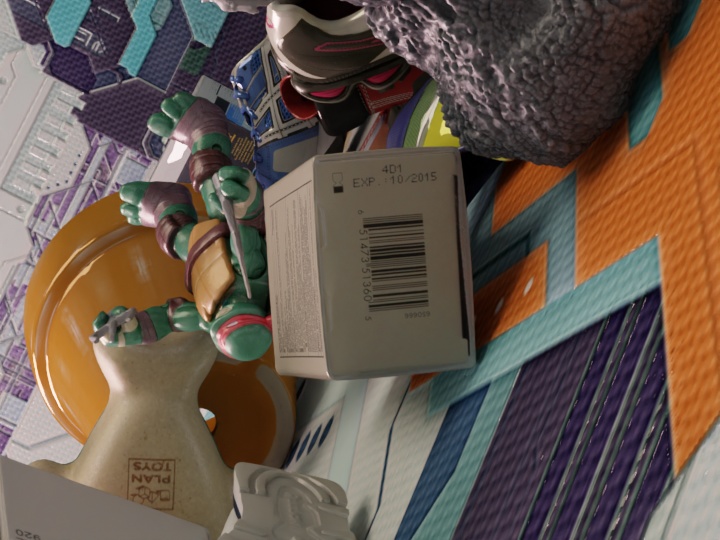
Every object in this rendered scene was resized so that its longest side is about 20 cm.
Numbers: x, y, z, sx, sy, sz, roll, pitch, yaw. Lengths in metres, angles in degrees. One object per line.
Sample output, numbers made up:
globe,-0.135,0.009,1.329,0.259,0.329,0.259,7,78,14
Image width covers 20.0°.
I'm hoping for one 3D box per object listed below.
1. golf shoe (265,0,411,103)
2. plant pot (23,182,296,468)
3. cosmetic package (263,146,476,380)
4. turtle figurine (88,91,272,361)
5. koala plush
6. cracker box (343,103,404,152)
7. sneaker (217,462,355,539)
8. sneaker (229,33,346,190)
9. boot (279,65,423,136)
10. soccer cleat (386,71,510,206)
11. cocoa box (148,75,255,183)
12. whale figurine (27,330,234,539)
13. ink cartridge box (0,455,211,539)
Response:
golf shoe,0.043,-0.157,1.076,0.199,0.078,0.088,-29,-22,3
plant pot,-0.122,0.066,1.387,0.201,0.199,0.183,-61,23,14
cosmetic package,0.000,0.000,1.005,0.200,0.070,0.106,176,90,-81
turtle figurine,-0.092,-0.006,1.188,0.150,0.100,0.201,-47,36,21
koala plush,0.025,-0.153,0.874,0.177,0.199,0.185,-40,38,45
cracker box,0.023,-0.077,1.301,0.135,0.057,0.201,-61,7,33
sneaker,-0.040,0.158,0.940,0.200,0.076,0.081,-75,2,-76
sneaker,-0.046,-0.096,1.264,0.076,0.076,0.202,151,130,-79
boot,0.022,-0.143,1.212,0.143,0.073,0.200,-19,21,11
soccer cleat,0.081,-0.101,1.046,0.201,0.064,0.084,-53,42,37
cocoa box,-0.224,-0.156,2.993,0.201,0.130,0.134,-61,7,21
whale figurine,-0.130,0.126,1.260,0.104,0.157,0.202,-116,27,-78
ink cartridge box,-0.178,0.239,1.147,0.201,0.146,0.145,-60,25,18
